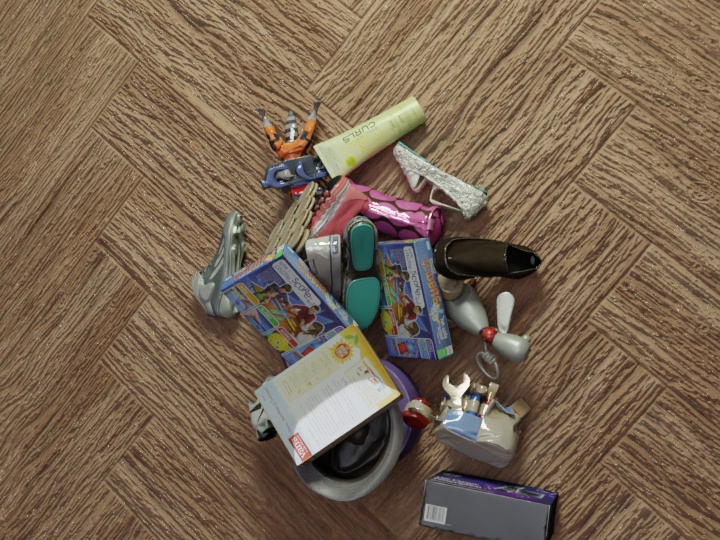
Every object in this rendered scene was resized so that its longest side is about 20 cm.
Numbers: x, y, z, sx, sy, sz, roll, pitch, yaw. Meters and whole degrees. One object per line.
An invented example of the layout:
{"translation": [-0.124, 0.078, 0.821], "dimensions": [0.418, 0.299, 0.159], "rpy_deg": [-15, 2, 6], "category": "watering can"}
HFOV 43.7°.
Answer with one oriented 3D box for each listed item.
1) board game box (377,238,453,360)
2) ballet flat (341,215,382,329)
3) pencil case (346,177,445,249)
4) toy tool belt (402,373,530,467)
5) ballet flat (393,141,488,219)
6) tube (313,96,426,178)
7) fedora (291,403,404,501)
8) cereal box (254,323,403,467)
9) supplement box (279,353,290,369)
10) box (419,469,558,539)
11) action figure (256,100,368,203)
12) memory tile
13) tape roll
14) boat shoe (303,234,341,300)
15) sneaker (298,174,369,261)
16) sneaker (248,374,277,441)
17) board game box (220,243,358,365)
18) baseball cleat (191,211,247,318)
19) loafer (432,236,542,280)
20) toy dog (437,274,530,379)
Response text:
{"translation": [0.081, 0.049, 1.520], "dimensions": [0.135, 0.034, 0.200], "rpy_deg": [-2, 103, 54], "category": "board game box"}
{"translation": [0.000, 0.000, 1.523], "dimensions": [0.072, 0.072, 0.201], "rpy_deg": [9, 114, 18], "category": "ballet flat"}
{"translation": [0.047, -0.100, 1.577], "dimensions": [0.200, 0.094, 0.091], "rpy_deg": [17, 75, 16], "category": "pencil case"}
{"translation": [0.178, 0.234, 1.496], "dimensions": [0.200, 0.125, 0.123], "rpy_deg": [24, 58, 2], "category": "toy tool belt"}
{"translation": [0.128, -0.154, 1.568], "dimensions": [0.200, 0.072, 0.072], "rpy_deg": [33, 95, 19], "category": "ballet flat"}
{"translation": [0.021, -0.237, 1.601], "dimensions": [0.200, 0.052, 0.058], "rpy_deg": [-30, 53, 1], "category": "tube"}
{"translation": [-0.014, 0.276, 1.476], "dimensions": [0.177, 0.090, 0.200], "rpy_deg": [19, 79, 15], "category": "fedora"}
{"translation": [-0.051, 0.199, 1.436], "dimensions": [0.200, 0.040, 0.144], "rpy_deg": [-34, 70, 2], "category": "cereal box"}
{"translation": [-0.109, 0.070, 1.616], "dimensions": [0.110, 0.086, 0.200], "rpy_deg": [-27, 77, 13], "category": "supplement box"}
{"translation": [0.211, 0.386, 1.459], "dimensions": [0.200, 0.141, 0.079], "rpy_deg": [8, 85, 18], "category": "box"}
{"translation": [-0.093, -0.209, 1.652], "dimensions": [0.200, 0.105, 0.194], "rpy_deg": [-6, 89, -11], "category": "action figure"}
{"translation": [-0.124, -0.060, 1.542], "dimensions": [0.017, 0.200, 0.153], "rpy_deg": [32, 121, -16], "category": "memory tile"}
{"translation": [0.003, 0.250, 1.566], "dimensions": [0.200, 0.085, 0.200], "rpy_deg": [-1, 85, 16], "category": "tape roll"}
{"translation": [-0.067, -0.001, 1.513], "dimensions": [0.070, 0.200, 0.071], "rpy_deg": [-1, 68, -2], "category": "boat shoe"}
{"translation": [-0.058, -0.061, 1.534], "dimensions": [0.087, 0.074, 0.200], "rpy_deg": [31, 108, -15], "category": "sneaker"}
{"translation": [-0.125, 0.203, 1.533], "dimensions": [0.200, 0.074, 0.089], "rpy_deg": [-40, 63, 24], "category": "sneaker"}
{"translation": [-0.115, 0.063, 1.482], "dimensions": [0.135, 0.034, 0.200], "rpy_deg": [-28, 117, 22], "category": "board game box"}
{"translation": [-0.267, -0.012, 1.681], "dimensions": [0.106, 0.070, 0.200], "rpy_deg": [1, 85, 17], "category": "baseball cleat"}
{"translation": [0.213, -0.024, 1.476], "dimensions": [0.200, 0.071, 0.073], "rpy_deg": [-1, 83, -25], "category": "loafer"}
{"translation": [0.211, 0.074, 1.515], "dimensions": [0.096, 0.132, 0.200], "rpy_deg": [-36, 77, -29], "category": "toy dog"}
